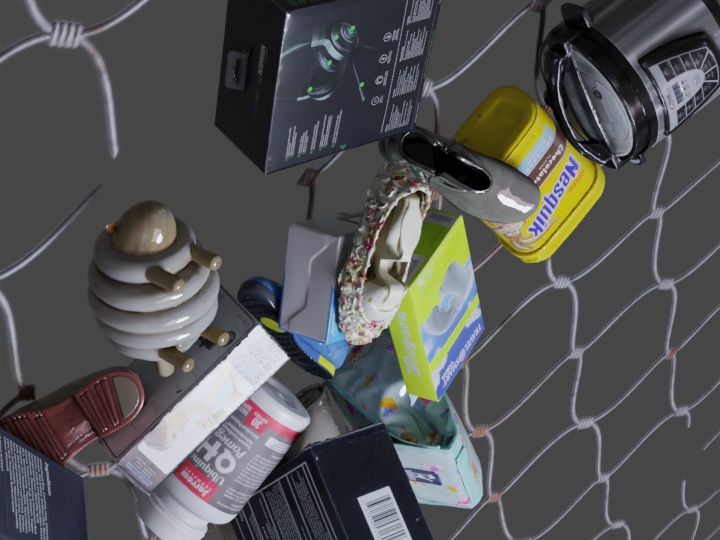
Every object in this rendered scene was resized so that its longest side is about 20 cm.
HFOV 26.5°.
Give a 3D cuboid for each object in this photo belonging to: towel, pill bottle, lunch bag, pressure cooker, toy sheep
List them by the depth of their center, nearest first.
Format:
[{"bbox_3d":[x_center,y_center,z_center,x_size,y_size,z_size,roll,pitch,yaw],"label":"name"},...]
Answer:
[{"bbox_3d":[-0.193,0.022,1.440,0.137,0.138,0.202,-22,129,-31],"label":"toy sheep"},{"bbox_3d":[-0.155,0.205,1.678,0.201,0.111,0.110,-51,145,5],"label":"pill bottle"},{"bbox_3d":[0.293,-0.220,1.687,0.199,0.176,0.179,-36,168,-13],"label":"pressure cooker"},{"bbox_3d":[0.060,0.186,1.812,0.122,0.200,0.171,-38,145,-12],"label":"lunch bag"},{"bbox_3d":[-0.109,0.230,1.820,0.199,0.034,0.133,-37,145,-17],"label":"towel"}]

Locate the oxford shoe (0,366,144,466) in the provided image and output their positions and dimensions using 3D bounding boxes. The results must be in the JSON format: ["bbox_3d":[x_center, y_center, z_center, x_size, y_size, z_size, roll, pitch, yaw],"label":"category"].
[{"bbox_3d":[-0.303,0.155,1.511,0.198,0.075,0.071,-24,101,-3],"label":"oxford shoe"}]

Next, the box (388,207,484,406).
[{"bbox_3d":[0.081,0.047,1.678,0.122,0.047,0.201,-53,144,-34],"label":"box"}]

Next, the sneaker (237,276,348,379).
[{"bbox_3d":[-0.068,0.043,1.666,0.079,0.065,0.200,-63,144,-16],"label":"sneaker"}]

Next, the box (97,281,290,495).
[{"bbox_3d":[-0.180,0.117,1.553,0.200,0.117,0.060,-44,126,-6],"label":"box"}]

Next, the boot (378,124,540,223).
[{"bbox_3d":[0.112,-0.093,1.584,0.198,0.131,0.068,24,96,-16],"label":"boot"}]

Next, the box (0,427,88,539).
[{"bbox_3d":[-0.382,0.241,1.403,0.195,0.118,0.200,-23,147,14],"label":"box"}]

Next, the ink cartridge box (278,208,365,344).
[{"bbox_3d":[0.000,0.000,1.634,0.199,0.067,0.117,-13,115,-56],"label":"ink cartridge box"}]

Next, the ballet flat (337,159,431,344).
[{"bbox_3d":[0.024,-0.010,1.520,0.075,0.064,0.202,-1,113,-34],"label":"ballet flat"}]

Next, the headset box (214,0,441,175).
[{"bbox_3d":[-0.035,-0.202,1.423,0.199,0.093,0.176,-21,138,-33],"label":"headset box"}]

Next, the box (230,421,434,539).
[{"bbox_3d":[-0.028,0.305,1.716,0.122,0.202,0.198,-13,164,-42],"label":"box"}]

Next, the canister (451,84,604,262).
[{"bbox_3d":[0.184,-0.109,1.756,0.149,0.087,0.200,-50,144,4],"label":"canister"}]
